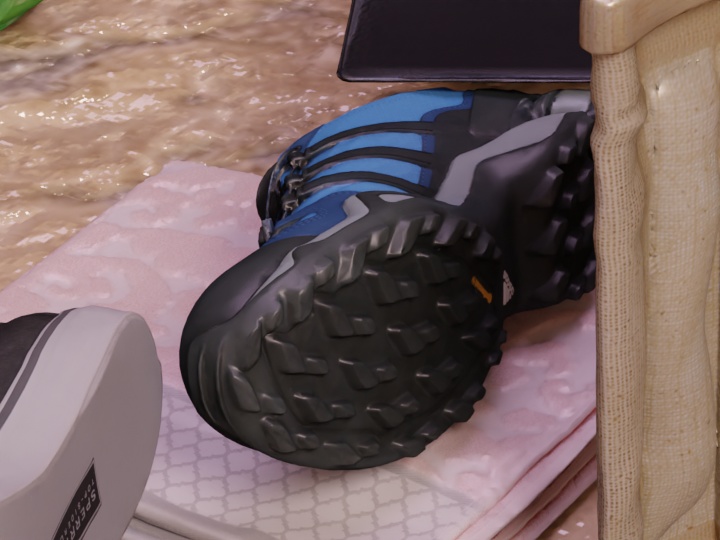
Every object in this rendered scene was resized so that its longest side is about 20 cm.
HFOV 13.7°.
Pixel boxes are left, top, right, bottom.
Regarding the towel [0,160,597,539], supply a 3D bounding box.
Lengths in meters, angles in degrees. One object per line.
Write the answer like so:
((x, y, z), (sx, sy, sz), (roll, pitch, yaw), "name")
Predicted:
((-0.024, 0.032, 0.881), (0.199, 0.032, 0.191), (16, 35, 28), "towel")

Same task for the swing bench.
((0.158, 0.031, 0.695), (0.129, 0.200, 0.200), (-27, 38, -36), "swing bench")

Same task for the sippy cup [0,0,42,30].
((-0.192, -0.163, 1.136), (0.177, 0.131, 0.140), (0, 30, 4), "sippy cup")

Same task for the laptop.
((0.098, -0.070, 0.983), (0.186, 0.200, 0.116), (1, 68, 7), "laptop")

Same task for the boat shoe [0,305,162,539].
((-0.098, 0.067, 0.699), (0.056, 0.069, 0.200), (2, 23, 13), "boat shoe")

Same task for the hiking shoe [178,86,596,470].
((0.000, 0.000, 0.845), (0.086, 0.075, 0.200), (9, 22, 30), "hiking shoe")
